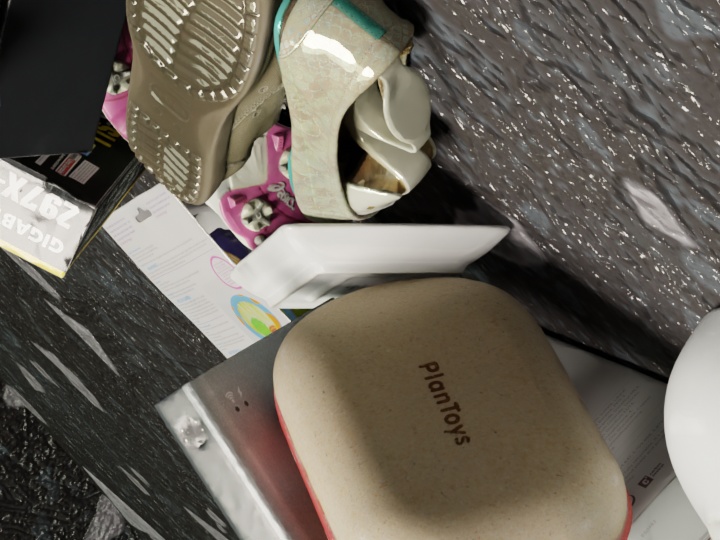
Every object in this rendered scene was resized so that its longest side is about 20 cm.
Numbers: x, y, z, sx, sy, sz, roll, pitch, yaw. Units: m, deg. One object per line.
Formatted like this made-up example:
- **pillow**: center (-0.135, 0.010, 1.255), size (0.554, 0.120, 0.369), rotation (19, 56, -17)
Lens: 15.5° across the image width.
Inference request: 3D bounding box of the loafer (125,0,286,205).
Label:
- **loafer**: center (-0.063, -0.106, 1.211), size (0.076, 0.068, 0.200), rotation (41, 152, 8)

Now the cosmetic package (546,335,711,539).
- **cosmetic package**: center (0.123, 0.105, 1.268), size (0.113, 0.081, 0.200), rotation (52, 167, -29)

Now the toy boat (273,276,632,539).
- **toy boat**: center (0.037, 0.098, 1.193), size (0.200, 0.130, 0.131), rotation (-115, 17, -45)

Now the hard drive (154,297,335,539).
- **hard drive**: center (0.000, 0.121, 1.253), size (0.200, 0.033, 0.140), rotation (57, -147, 2)

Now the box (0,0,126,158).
- **box**: center (-0.200, -0.159, 1.278), size (0.079, 0.141, 0.200), rotation (-4, -149, -46)

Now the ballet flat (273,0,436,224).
- **ballet flat**: center (0.002, -0.060, 1.150), size (0.062, 0.067, 0.200), rotation (33, 166, 18)

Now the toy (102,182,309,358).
- **toy**: center (-0.047, 0.025, 1.453), size (0.200, 0.047, 0.115), rotation (50, 155, -8)

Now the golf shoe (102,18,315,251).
- **golf shoe**: center (-0.092, -0.084, 1.363), size (0.200, 0.075, 0.092), rotation (51, 170, -26)

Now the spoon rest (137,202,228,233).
- **spoon rest**: center (-0.089, -0.009, 1.676), size (0.099, 0.061, 0.200), rotation (40, -179, 26)

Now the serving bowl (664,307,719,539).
- **serving bowl**: center (0.194, 0.107, 1.072), size (0.200, 0.066, 0.200), rotation (42, 167, 12)

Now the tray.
- **tray**: center (0.000, 0.000, 1.295), size (0.200, 0.107, 0.022), rotation (147, 121, -78)

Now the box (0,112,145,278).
- **box**: center (-0.190, -0.084, 1.384), size (0.160, 0.049, 0.200), rotation (28, -157, -2)
